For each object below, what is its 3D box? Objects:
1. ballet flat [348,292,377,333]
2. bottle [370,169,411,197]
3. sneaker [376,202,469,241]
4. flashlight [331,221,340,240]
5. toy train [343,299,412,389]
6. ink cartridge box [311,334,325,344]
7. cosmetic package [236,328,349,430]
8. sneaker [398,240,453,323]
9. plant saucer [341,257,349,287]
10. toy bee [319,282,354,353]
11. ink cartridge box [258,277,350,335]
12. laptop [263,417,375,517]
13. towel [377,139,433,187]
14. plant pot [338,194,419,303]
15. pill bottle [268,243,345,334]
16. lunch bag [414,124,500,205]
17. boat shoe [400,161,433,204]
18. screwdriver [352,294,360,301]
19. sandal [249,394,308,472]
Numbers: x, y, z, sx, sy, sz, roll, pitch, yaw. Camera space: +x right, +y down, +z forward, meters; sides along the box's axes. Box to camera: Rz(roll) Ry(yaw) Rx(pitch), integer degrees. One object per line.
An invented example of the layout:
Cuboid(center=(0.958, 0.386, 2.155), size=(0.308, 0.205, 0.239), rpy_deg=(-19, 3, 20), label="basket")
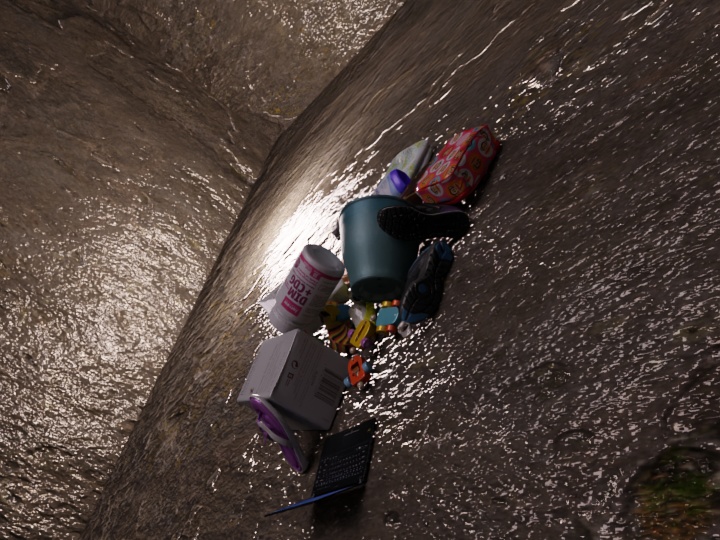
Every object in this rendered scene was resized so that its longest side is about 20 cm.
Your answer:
Cuboid(center=(0.003, 0.088, 1.383), size=(0.067, 0.066, 0.202), rpy_deg=(-51, 22, 35), label="ballet flat")
Cuboid(center=(0.057, -0.176, 1.557), size=(0.200, 0.065, 0.084), rpy_deg=(-45, 56, 29), label="bottle")
Cuboid(center=(0.130, -0.111, 1.262), size=(0.088, 0.196, 0.077), rpy_deg=(-102, 17, -66), label="sneaker")
Cuboid(center=(-0.025, -0.144, 1.731), size=(0.199, 0.067, 0.069), rpy_deg=(-21, 68, 57), label="flashlight")
Cuboid(center=(0.041, 0.159, 1.240), size=(0.200, 0.055, 0.151), rpy_deg=(-45, 38, 18), label="toy train")
Cuboid(center=(-0.181, 0.237, 1.596), size=(0.147, 0.048, 0.199), rpy_deg=(-62, 25, -10), label="ink cartridge box")
Cuboid(center=(-0.152, 0.259, 1.348), size=(0.199, 0.165, 0.169), rpy_deg=(-23, 39, 54), label="cosmetic package")
Cuboid(center=(0.128, 0.032, 1.211), size=(0.082, 0.073, 0.201), rpy_deg=(-28, 26, 55), label="sneaker")
Cuboid(center=(-0.002, -0.047, 1.626), size=(0.200, 0.032, 0.202), rpy_deg=(-45, 24, 26), label="plant saucer")
Cuboid(center=(-0.067, 0.124, 1.431), size=(0.201, 0.107, 0.133), rpy_deg=(-93, -2, -68), label="toy bee")
Cuboid(center=(-0.144, 0.077, 1.537), size=(0.200, 0.085, 0.145), rpy_deg=(-43, 57, -9), label="ink cartridge box")
Cuboid(center=(-0.075, 0.375, 1.112), size=(0.177, 0.103, 0.202), rpy_deg=(-34, 31, 43), label="laptop")
Cuboid(center=(0.117, -0.267, 1.655), size=(0.170, 0.048, 0.202), rpy_deg=(-15, 47, 60), label="towel")
Cuboid(center=(0.044, -0.036, 1.328), size=(0.199, 0.198, 0.191), rpy_deg=(-31, 48, 46), label="plant pot")
Cuboid(center=(-0.129, 0.049, 1.357), size=(0.201, 0.112, 0.114), rpy_deg=(-58, 20, 21), label="pill bottle")
Cuboid(center=(0.212, -0.236, 1.339), size=(0.201, 0.082, 0.175), rpy_deg=(-54, 21, -21), label="lunch bag")
Cuboid(center=(0.146, -0.191, 1.465), size=(0.200, 0.070, 0.070), rpy_deg=(-48, 29, 0), label="boat shoe")
Cuboid(center=(0.000, 0.000, 1.422), size=(0.202, 0.029, 0.028), rpy_deg=(-86, 21, -48), label="screwdriver")
Cuboid(center=(-0.179, 0.353, 1.235), size=(0.050, 0.204, 0.082), rpy_deg=(-40, 11, -38), label="sandal")
